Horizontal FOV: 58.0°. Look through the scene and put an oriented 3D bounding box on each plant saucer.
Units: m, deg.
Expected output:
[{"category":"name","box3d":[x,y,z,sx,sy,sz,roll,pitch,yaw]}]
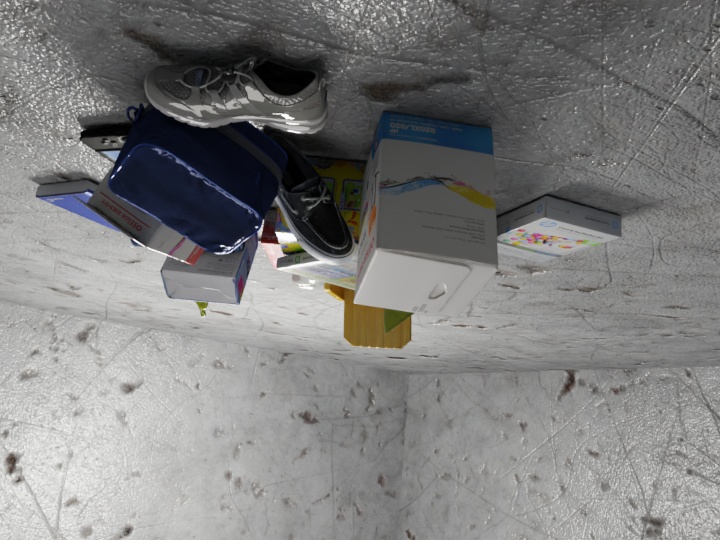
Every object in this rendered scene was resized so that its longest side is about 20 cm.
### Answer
[{"category":"plant saucer","box3d":[0.125,0.016,1.148,0.200,0.048,0.200,-37,178,17]}]

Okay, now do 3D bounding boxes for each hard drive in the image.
[{"category":"hard drive","box3d":[-0.483,-0.117,1.229,0.132,0.025,0.200,-1,164,26]}]

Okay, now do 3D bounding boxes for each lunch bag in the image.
[{"category":"lunch bag","box3d":[-0.201,-0.134,0.802,0.200,0.132,0.136,36,140,-27]}]

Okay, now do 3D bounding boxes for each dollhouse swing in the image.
[{"category":"dollhouse swing","box3d":[0.022,0.081,1.508,0.200,0.176,0.182,2,165,19]}]

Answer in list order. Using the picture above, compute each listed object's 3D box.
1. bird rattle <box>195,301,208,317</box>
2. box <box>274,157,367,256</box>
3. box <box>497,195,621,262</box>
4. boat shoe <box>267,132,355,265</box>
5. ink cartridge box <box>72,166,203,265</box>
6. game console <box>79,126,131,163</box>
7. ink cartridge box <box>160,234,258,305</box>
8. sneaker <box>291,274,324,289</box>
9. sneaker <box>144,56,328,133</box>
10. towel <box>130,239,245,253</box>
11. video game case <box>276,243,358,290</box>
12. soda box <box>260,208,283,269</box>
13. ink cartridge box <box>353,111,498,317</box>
[{"category":"bird rattle","box3d":[-0.301,-0.010,1.314,0.163,0.200,0.113,-23,123,14]},{"category":"box","box3d":[-0.024,-0.077,1.018,0.192,0.122,0.200,5,166,-1]},{"category":"box","box3d":[0.312,-0.065,1.104,0.156,0.041,0.200,11,163,-22]},{"category":"boat shoe","box3d":[-0.070,-0.099,0.874,0.072,0.200,0.068,-28,168,-24]},{"category":"ink cartridge box","box3d":[-0.306,-0.079,0.939,0.116,0.068,0.200,33,178,12]},{"category":"game console","box3d":[-0.294,-0.120,0.965,0.176,0.117,0.200,1,164,18]},{"category":"ink cartridge box","box3d":[-0.270,-0.036,1.208,0.136,0.200,0.076,6,135,2]},{"category":"sneaker","box3d":[-0.092,-0.015,1.422,0.200,0.075,0.088,-16,143,40]},{"category":"sneaker","box3d":[-0.131,-0.205,0.704,0.200,0.075,0.082,1,152,-11]},{"category":"towel","box3d":[-0.300,-0.087,1.128,0.200,0.112,0.049,3,-152,-2]},{"category":"video game case","box3d":[0.000,0.000,1.023,0.200,0.022,0.182,16,163,-41]},{"category":"soda box","box3d":[-0.144,-0.054,1.257,0.063,0.070,0.200,6,166,2]},{"category":"ink cartridge box","box3d":[0.078,-0.065,0.812,0.145,0.200,0.147,8,151,-8]}]
